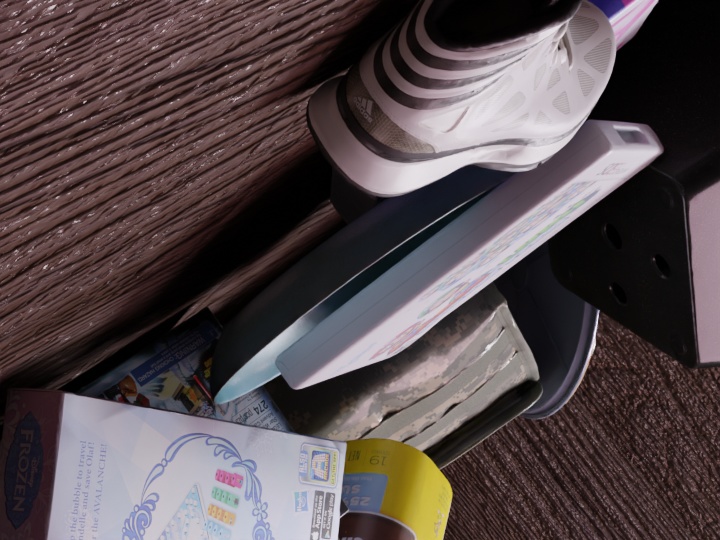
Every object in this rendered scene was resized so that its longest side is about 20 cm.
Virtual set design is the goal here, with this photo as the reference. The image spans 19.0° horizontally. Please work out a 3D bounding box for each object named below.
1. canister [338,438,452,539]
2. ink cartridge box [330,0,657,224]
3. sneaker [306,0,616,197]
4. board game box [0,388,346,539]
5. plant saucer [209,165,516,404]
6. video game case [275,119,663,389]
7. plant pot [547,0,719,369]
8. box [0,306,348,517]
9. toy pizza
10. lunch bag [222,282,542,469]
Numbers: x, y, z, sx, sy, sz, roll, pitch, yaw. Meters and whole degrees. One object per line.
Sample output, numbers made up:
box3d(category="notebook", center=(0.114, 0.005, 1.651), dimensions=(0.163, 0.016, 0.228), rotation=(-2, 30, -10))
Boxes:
box3d(category="canister", center=(-0.034, 0.199, 1.206), dimensions=(0.148, 0.087, 0.200), rotation=(-11, -135, 30))
box3d(category="ink cartridge box", center=(0.072, -0.098, 1.088), dimensions=(0.196, 0.043, 0.200), rotation=(-38, 176, -6))
box3d(category="sneaker", center=(0.075, -0.098, 0.906), dimensions=(0.115, 0.076, 0.200), rotation=(-42, 170, 39))
box3d(category="board game box", center=(-0.095, 0.168, 1.026), dimensions=(0.043, 0.200, 0.199), rotation=(0, 169, 39))
box3d(category="plant saucer", center=(0.000, 0.000, 1.099), dimensions=(0.200, 0.027, 0.200), rotation=(-36, 174, -4))
box3d(category="video game case", center=(0.062, -0.010, 1.122), dimensions=(0.200, 0.024, 0.182), rotation=(-37, 173, 15))
box3d(category="plant pot", center=(0.216, -0.057, 1.286), dimensions=(0.177, 0.199, 0.200), rotation=(-29, 130, -23))
box3d(category="box", center=(-0.112, 0.121, 1.109), dimensions=(0.200, 0.137, 0.040), rotation=(-35, 180, -44))
box3d(category="toy pizza", center=(0.121, 0.001, 1.464), dimensions=(0.032, 0.200, 0.200), rotation=(-1, 157, -23))
box3d(category="lunch bag", center=(0.023, 0.071, 1.365), dimensions=(0.164, 0.118, 0.200), rotation=(-33, 151, -1))
